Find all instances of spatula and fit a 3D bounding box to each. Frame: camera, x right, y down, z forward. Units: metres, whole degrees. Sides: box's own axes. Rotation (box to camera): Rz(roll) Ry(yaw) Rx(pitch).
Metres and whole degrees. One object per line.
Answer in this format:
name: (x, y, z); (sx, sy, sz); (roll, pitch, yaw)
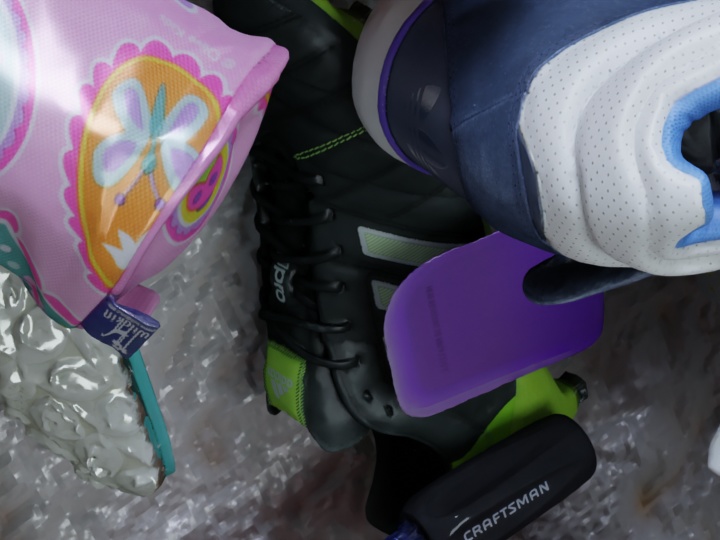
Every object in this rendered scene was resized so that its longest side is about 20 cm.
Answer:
spatula: (0.091, -0.024, 0.815); (0.200, 0.021, 0.057); (-34, 136, -20)

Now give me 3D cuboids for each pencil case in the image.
pencil case: (-0.115, -0.064, 0.645); (0.200, 0.087, 0.087); (34, 88, -5)

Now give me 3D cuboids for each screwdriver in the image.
screwdriver: (-0.015, 0.094, 0.798); (0.200, 0.028, 0.029); (-28, 144, -26)

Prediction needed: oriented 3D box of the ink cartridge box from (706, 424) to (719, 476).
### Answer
ink cartridge box: (0.207, 0.007, 0.788); (0.200, 0.145, 0.145); (-61, 164, -3)

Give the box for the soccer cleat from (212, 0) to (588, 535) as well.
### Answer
soccer cleat: (0.000, 0.000, 0.814); (0.081, 0.068, 0.200); (-40, 128, -14)

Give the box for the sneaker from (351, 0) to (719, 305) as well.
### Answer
sneaker: (0.111, -0.058, 0.733); (0.200, 0.146, 0.081); (-26, 121, -27)

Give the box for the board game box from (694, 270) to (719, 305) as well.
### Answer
board game box: (0.140, -0.097, 0.870); (0.148, 0.064, 0.200); (-37, 123, -15)

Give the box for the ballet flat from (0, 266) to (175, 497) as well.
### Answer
ballet flat: (-0.105, -0.026, 0.740); (0.072, 0.072, 0.200); (-26, 115, -23)
